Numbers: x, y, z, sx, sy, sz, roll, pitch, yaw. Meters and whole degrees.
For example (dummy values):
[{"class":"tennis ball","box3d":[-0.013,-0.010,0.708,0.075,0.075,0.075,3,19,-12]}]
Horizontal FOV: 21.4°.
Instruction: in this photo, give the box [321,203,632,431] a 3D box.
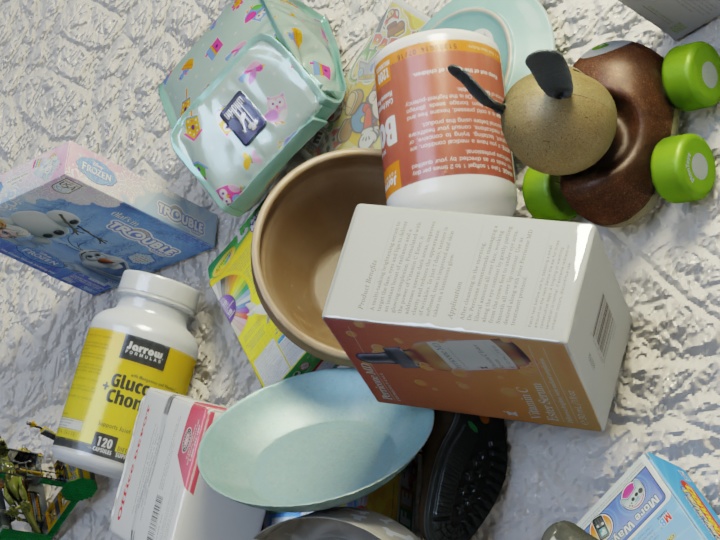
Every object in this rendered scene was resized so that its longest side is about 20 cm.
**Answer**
[{"class":"box","box3d":[0.095,0.037,1.503,0.200,0.152,0.106,5,62,24]}]

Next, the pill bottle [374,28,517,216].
[{"class":"pill bottle","box3d":[0.074,-0.095,1.626,0.112,0.112,0.200,-20,67,39]}]

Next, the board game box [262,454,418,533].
[{"class":"board game box","box3d":[-0.019,0.213,1.648,0.134,0.034,0.200,-8,66,28]}]

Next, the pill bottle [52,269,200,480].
[{"class":"pill bottle","box3d":[-0.226,0.106,1.896,0.112,0.112,0.200,5,75,47]}]

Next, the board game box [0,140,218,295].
[{"class":"board game box","box3d":[-0.287,-0.049,1.969,0.199,0.200,0.043,-21,55,39]}]

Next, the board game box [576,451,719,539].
[{"class":"board game box","box3d":[0.205,0.273,1.401,0.200,0.056,0.196,-49,43,18]}]

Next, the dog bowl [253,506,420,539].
[{"class":"dog bowl","box3d":[-0.010,0.283,1.550,0.200,0.059,0.200,8,108,25]}]

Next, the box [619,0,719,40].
[{"class":"box","box3d":[0.288,-0.269,1.517,0.200,0.144,0.036,-28,53,34]}]

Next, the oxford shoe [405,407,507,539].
[{"class":"oxford shoe","box3d":[0.076,0.144,1.596,0.084,0.073,0.200,-18,46,43]}]

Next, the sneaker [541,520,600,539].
[{"class":"sneaker","box3d":[0.222,0.215,1.324,0.116,0.075,0.200,-51,52,8]}]

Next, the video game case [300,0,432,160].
[{"class":"video game case","box3d":[0.042,-0.147,1.808,0.182,0.023,0.200,-58,41,7]}]

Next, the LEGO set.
[{"class":"LEGO set","box3d":[-0.376,0.200,1.965,0.154,0.200,0.116,-61,34,36]}]

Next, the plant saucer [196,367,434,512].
[{"class":"plant saucer","box3d":[-0.034,0.149,1.578,0.201,0.039,0.201,-11,27,6]}]

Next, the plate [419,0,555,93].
[{"class":"plate","box3d":[0.091,-0.172,1.735,0.200,0.026,0.200,-23,56,38]}]

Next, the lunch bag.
[{"class":"lunch bag","box3d":[-0.101,-0.168,1.884,0.170,0.122,0.200,-45,36,21]}]

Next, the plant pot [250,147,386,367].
[{"class":"plant pot","box3d":[0.000,0.000,1.692,0.093,0.200,0.201,108,168,-67]}]

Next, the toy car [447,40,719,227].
[{"class":"toy car","box3d":[0.167,-0.135,1.534,0.164,0.200,0.158,-9,65,44]}]

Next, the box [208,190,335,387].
[{"class":"box","box3d":[-0.075,0.022,1.830,0.117,0.048,0.200,-49,45,18]}]

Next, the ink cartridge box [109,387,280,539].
[{"class":"ink cartridge box","box3d":[-0.151,0.191,1.726,0.200,0.085,0.146,6,80,67]}]
